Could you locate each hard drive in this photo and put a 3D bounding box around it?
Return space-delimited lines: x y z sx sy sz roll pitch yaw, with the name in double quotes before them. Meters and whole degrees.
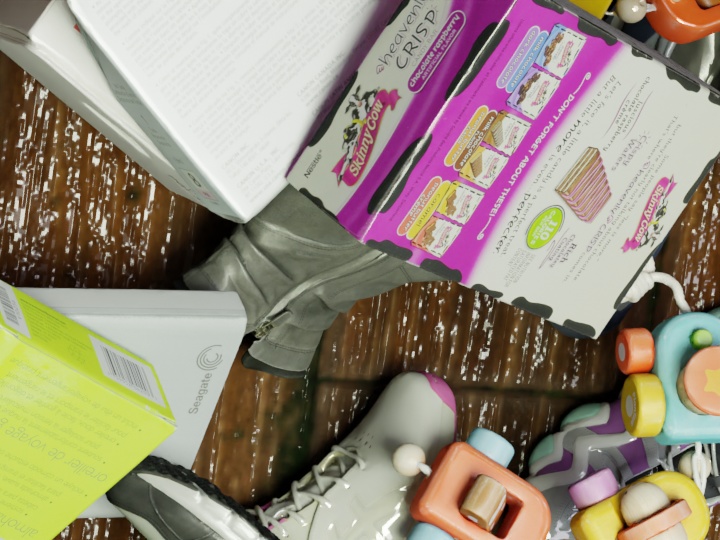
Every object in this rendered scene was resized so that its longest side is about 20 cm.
"hard drive" -0.164 0.063 1.392 0.200 0.027 0.132 1 130 -28

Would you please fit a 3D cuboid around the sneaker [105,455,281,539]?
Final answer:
"sneaker" -0.052 0.167 1.427 0.200 0.074 0.080 43 89 -15

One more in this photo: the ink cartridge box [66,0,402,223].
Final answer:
"ink cartridge box" -0.061 -0.148 1.342 0.163 0.057 0.200 -45 109 -14

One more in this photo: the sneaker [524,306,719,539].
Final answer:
"sneaker" 0.178 0.101 1.558 0.200 0.140 0.078 -44 121 -15

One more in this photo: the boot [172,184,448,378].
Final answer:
"boot" 0.000 0.000 1.492 0.200 0.068 0.131 26 108 -46

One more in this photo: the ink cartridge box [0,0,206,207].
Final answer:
"ink cartridge box" -0.065 -0.148 1.409 0.147 0.083 0.200 40 80 -29

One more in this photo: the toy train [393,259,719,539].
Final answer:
"toy train" 0.118 0.079 1.471 0.150 0.056 0.200 37 74 -6

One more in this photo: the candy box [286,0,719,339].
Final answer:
"candy box" 0.076 -0.058 1.390 0.200 0.061 0.136 23 104 -50

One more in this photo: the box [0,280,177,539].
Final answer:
"box" -0.195 0.098 1.355 0.200 0.048 0.122 -42 136 16

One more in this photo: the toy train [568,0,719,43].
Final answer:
"toy train" 0.113 -0.178 1.491 0.150 0.056 0.200 -28 82 -29

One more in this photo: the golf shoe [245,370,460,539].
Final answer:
"golf shoe" -0.021 0.134 1.497 0.092 0.075 0.200 29 84 -27

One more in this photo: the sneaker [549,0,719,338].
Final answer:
"sneaker" 0.148 -0.057 1.546 0.070 0.082 0.200 13 94 -33
